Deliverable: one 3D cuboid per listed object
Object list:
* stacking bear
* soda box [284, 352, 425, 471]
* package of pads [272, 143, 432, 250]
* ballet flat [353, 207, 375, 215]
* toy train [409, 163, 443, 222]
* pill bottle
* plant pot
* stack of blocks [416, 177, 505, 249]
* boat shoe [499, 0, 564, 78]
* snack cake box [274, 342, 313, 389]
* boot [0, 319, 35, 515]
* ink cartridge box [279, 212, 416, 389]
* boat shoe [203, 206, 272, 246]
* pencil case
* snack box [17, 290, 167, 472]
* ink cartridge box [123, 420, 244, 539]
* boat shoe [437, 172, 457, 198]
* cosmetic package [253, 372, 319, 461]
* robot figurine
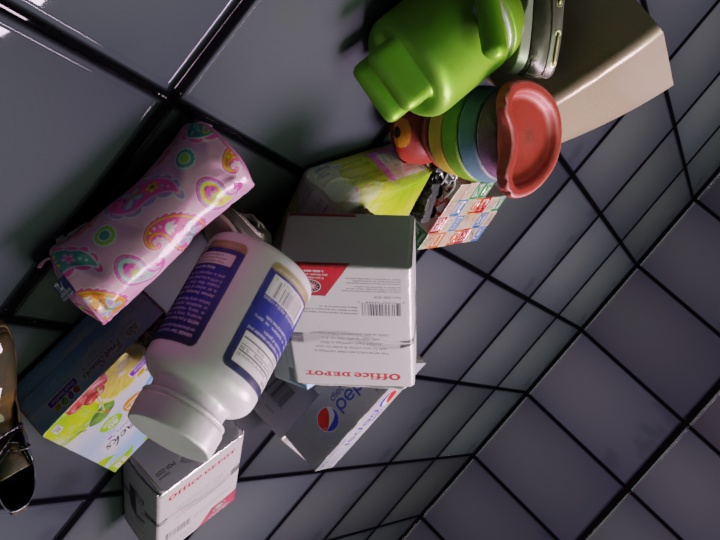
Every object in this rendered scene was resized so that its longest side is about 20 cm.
[{"bbox_3d":[0.115,-0.154,1.197,0.113,0.198,0.123,-16,108,-45],"label":"stacking bear"},{"bbox_3d":[-0.007,0.170,1.406,0.200,0.068,0.063,-50,160,12],"label":"soda box"},{"bbox_3d":[-0.012,-0.067,1.279,0.199,0.068,0.155,-24,150,-48],"label":"package of pads"},{"bbox_3d":[0.000,0.000,1.264,0.067,0.046,0.201,-35,157,-26],"label":"ballet flat"},{"bbox_3d":[0.097,-0.158,1.322,0.034,0.046,0.202,-6,120,-45],"label":"toy train"},{"bbox_3d":[-0.140,0.076,1.036,0.120,0.118,0.202,88,26,-62],"label":"pill bottle"},{"bbox_3d":[0.236,-0.265,1.268,0.176,0.201,0.200,-39,161,10],"label":"plant pot"},{"bbox_3d":[0.139,-0.100,1.536,0.116,0.059,0.199,-57,158,22],"label":"stack of blocks"},{"bbox_3d":[0.198,-0.312,1.156,0.059,0.072,0.205,8,94,-21],"label":"boat shoe"},{"bbox_3d":[-0.031,0.057,1.403,0.199,0.067,0.117,-30,123,-40],"label":"snack cake box"},{"bbox_3d":[-0.327,0.138,0.975,0.074,0.097,0.201,-28,153,-41],"label":"boot"},{"bbox_3d":[-0.009,0.037,1.189,0.202,0.142,0.084,87,8,-45],"label":"ink cartridge box"},{"bbox_3d":[-0.118,-0.025,1.144,0.057,0.066,0.201,-50,156,-18],"label":"boat shoe"},{"bbox_3d":[-0.190,-0.044,0.949,0.200,0.087,0.088,-43,159,-9],"label":"pencil case"},{"bbox_3d":[-0.254,0.116,1.126,0.169,0.068,0.200,-46,161,-8],"label":"snack box"},{"bbox_3d":[-0.240,0.277,1.423,0.145,0.085,0.201,-34,158,-31],"label":"ink cartridge box"},{"bbox_3d":[0.116,-0.150,1.396,0.199,0.062,0.075,-40,160,-18],"label":"boat shoe"},{"bbox_3d":[-0.097,0.202,1.543,0.085,0.108,0.200,-43,158,-8],"label":"cosmetic package"},{"bbox_3d":[0.088,-0.240,1.098,0.200,0.116,0.175,-41,-174,-22],"label":"robot figurine"}]
